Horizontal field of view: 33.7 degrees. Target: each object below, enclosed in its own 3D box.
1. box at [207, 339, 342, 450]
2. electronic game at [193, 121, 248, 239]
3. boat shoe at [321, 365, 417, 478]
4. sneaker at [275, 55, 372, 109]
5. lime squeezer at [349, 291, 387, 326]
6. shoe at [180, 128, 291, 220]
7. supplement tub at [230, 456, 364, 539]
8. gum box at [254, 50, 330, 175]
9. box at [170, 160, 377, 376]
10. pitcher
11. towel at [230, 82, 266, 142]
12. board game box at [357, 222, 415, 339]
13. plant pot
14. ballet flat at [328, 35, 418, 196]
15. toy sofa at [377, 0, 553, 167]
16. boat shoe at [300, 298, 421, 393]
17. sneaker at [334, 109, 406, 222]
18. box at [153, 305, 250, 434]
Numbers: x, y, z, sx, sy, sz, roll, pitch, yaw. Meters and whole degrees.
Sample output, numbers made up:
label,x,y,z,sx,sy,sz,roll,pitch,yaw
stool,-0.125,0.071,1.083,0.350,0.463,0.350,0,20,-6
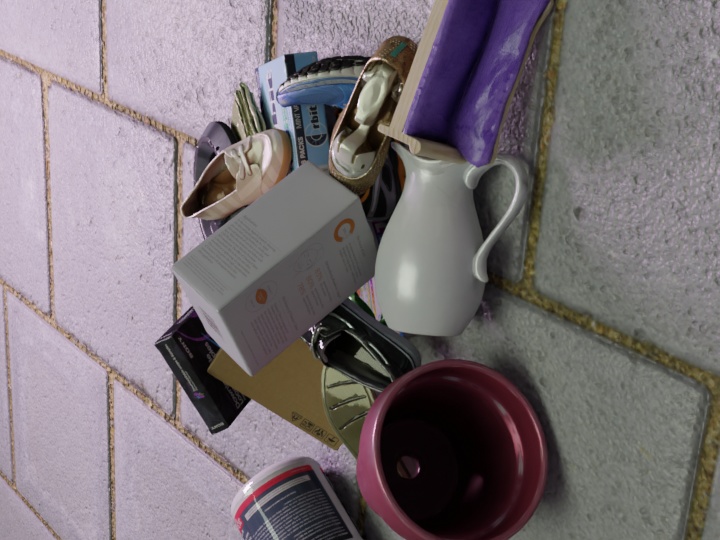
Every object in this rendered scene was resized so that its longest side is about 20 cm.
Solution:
label,x,y,z,sx,sy,sz,roll,pitch,yaw
box,-0.073,0.123,1.477,0.199,0.021,0.164,32,126,-6
electronic game,-0.181,-0.098,1.580,0.200,0.041,0.201,171,90,-67
boat shoe,0.016,0.185,1.439,0.074,0.068,0.201,-20,95,31
sneaker,0.002,-0.190,1.316,0.199,0.079,0.090,0,112,16
lime squeezer,0.031,0.038,1.389,0.199,0.038,0.071,21,73,31
shoe,-0.152,-0.109,1.438,0.200,0.053,0.070,-33,73,45
supplement tub,-0.072,0.363,1.581,0.200,0.140,0.141,55,138,28
gum box,-0.083,-0.174,1.462,0.200,0.044,0.171,-164,66,-74
box,-0.089,-0.004,1.317,0.097,0.200,0.125,39,159,37
pitcher,0.097,-0.030,1.270,0.171,0.121,0.202,10,96,42
towel,-0.139,-0.132,1.553,0.200,0.036,0.149,103,154,-57
board game box,0.000,0.000,1.467,0.134,0.034,0.201,-27,78,53
plant pot,0.081,0.211,1.306,0.179,0.199,0.201,138,115,-67
ballet flat,0.003,-0.156,1.260,0.070,0.065,0.201,29,122,12
toy sofa,0.104,-0.208,1.180,0.097,0.083,0.201,31,107,39
boat shoe,-0.026,0.075,1.357,0.199,0.071,0.072,25,118,20
sneaker,0.001,-0.151,1.388,0.078,0.077,0.201,-27,77,55
box,-0.184,0.108,1.584,0.036,0.200,0.143,-25,104,28
